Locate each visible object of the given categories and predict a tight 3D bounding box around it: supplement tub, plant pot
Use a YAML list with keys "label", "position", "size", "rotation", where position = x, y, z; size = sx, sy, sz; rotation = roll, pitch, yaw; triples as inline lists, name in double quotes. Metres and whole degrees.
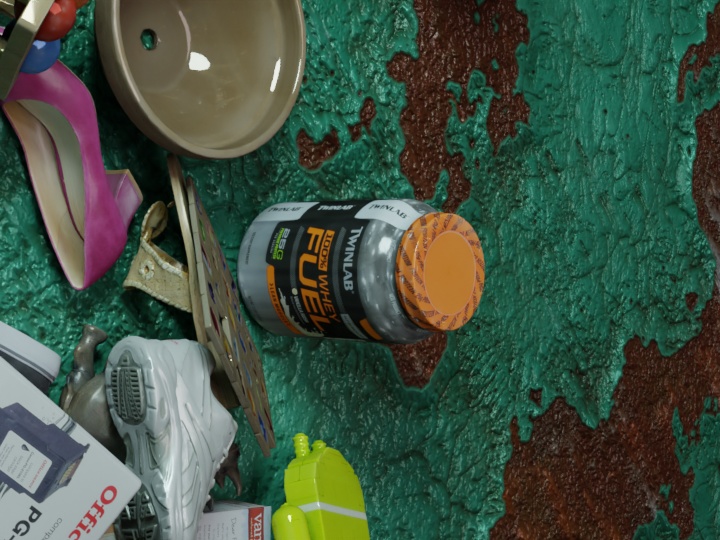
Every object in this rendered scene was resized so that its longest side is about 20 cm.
- label: "supplement tub"
  position: [0.000, 0.000, 1.146]
  size: [0.122, 0.199, 0.123]
  rotation: [0, 90, -47]
- label: "plant pot"
  position: [-0.143, -0.187, 1.064]
  size: [0.200, 0.092, 0.202]
  rotation: [0, 89, -47]

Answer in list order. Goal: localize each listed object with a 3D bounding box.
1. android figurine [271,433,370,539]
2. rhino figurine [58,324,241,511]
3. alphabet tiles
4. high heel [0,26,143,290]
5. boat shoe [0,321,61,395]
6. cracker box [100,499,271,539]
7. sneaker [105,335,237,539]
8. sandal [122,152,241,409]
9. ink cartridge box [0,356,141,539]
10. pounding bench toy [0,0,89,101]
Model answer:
- label: "android figurine"
  position: [-0.027, 0.245, 1.191]
  size: [0.182, 0.041, 0.201]
  rotation: [33, 43, -66]
- label: "rhino figurine"
  position: [-0.162, 0.132, 1.070]
  size: [0.200, 0.060, 0.088]
  rotation: [44, 57, -36]
- label: "alphabet tiles"
  position: [-0.103, 0.049, 1.088]
  size: [0.201, 0.008, 0.168]
  rotation: [73, 2, -45]
- label: "high heel"
  position: [-0.233, -0.080, 0.987]
  size: [0.201, 0.067, 0.096]
  rotation: [65, 36, -43]
- label: "boat shoe"
  position: [-0.294, 0.056, 0.926]
  size: [0.200, 0.070, 0.067]
  rotation: [39, 61, -49]
- label: "cracker box"
  position: [-0.162, 0.262, 1.077]
  size: [0.199, 0.057, 0.135]
  rotation: [5, 86, -47]
- label: "sneaker"
  position: [-0.130, 0.146, 1.008]
  size: [0.099, 0.078, 0.201]
  rotation: [-6, 97, -43]
- label: "sandal"
  position: [-0.155, 0.015, 1.070]
  size: [0.078, 0.069, 0.213]
  rotation: [95, -21, -86]
- label: "ink cartridge box"
  position: [-0.263, 0.132, 0.872]
  size: [0.145, 0.084, 0.200]
  rotation: [-52, 128, -16]
- label: "pounding bench toy"
  position: [-0.237, -0.244, 0.893]
  size: [0.155, 0.124, 0.201]
  rotation: [29, 66, -15]
